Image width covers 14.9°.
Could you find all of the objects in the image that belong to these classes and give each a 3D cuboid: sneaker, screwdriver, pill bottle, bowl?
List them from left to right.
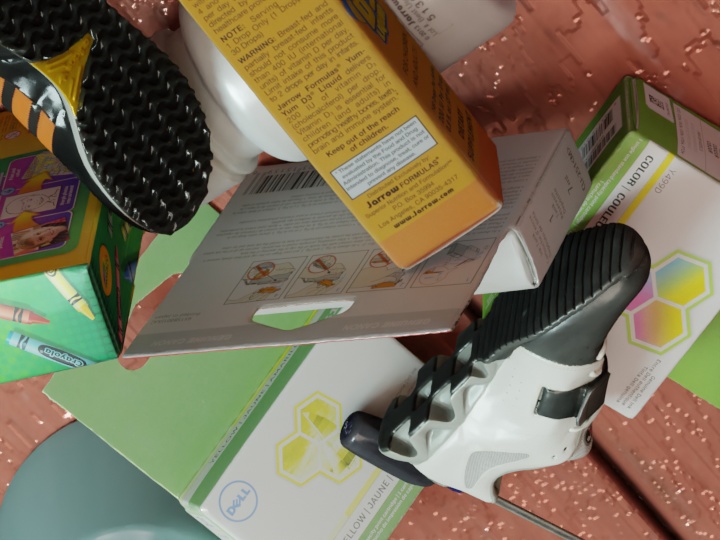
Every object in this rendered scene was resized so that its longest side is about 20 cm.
[{"bbox_3d":[-0.151,-0.101,1.366,0.070,0.090,0.200,-50,122,-17],"label":"sneaker"},{"bbox_3d":[-0.119,0.188,1.595,0.199,0.105,0.202,1,117,2],"label":"bowl"},{"bbox_3d":[-0.030,-0.122,1.420,0.199,0.115,0.114,-33,112,18],"label":"pill bottle"},{"bbox_3d":[0.073,0.125,1.542,0.199,0.029,0.028,26,105,-26],"label":"screwdriver"},{"bbox_3d":[0.102,0.052,1.449,0.088,0.074,0.200,34,130,-15],"label":"sneaker"}]

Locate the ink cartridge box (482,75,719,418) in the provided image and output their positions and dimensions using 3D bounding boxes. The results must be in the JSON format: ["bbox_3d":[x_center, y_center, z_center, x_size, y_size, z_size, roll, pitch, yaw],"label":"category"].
[{"bbox_3d":[0.187,0.011,1.505,0.199,0.076,0.148,30,115,-12],"label":"ink cartridge box"}]

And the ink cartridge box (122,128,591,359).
[{"bbox_3d":[0.000,0.000,1.415,0.199,0.174,0.044,-6,125,31],"label":"ink cartridge box"}]

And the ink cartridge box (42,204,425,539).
[{"bbox_3d":[-0.053,0.073,1.524,0.200,0.048,0.146,41,77,-19],"label":"ink cartridge box"}]

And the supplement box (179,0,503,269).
[{"bbox_3d":[-0.012,-0.099,1.329,0.069,0.067,0.200,-33,116,18],"label":"supplement box"}]

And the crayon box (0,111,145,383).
[{"bbox_3d":[-0.178,-0.017,1.432,0.118,0.200,0.059,-12,119,9],"label":"crayon box"}]
